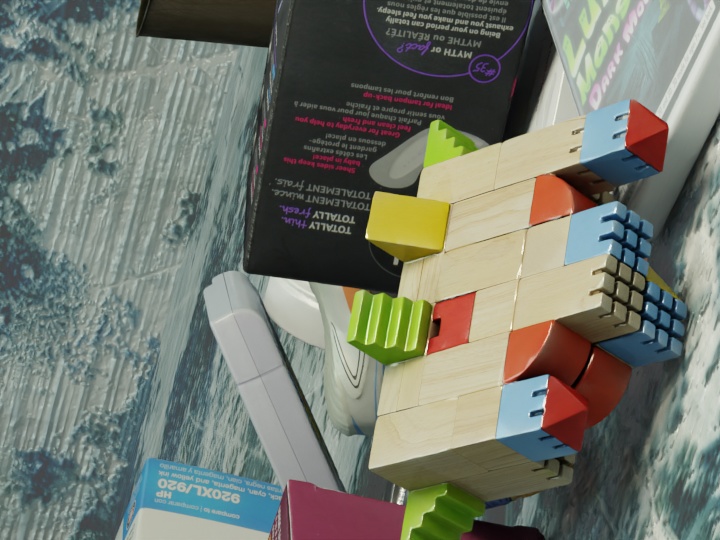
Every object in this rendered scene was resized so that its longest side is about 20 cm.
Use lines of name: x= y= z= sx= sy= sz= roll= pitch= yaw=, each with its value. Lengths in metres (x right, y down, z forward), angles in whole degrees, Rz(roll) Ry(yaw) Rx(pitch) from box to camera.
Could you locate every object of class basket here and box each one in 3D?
basket: x=-0.064 y=-0.251 z=2.187 sx=0.136 sy=0.200 sz=0.181 roll=143 pitch=139 yaw=-75

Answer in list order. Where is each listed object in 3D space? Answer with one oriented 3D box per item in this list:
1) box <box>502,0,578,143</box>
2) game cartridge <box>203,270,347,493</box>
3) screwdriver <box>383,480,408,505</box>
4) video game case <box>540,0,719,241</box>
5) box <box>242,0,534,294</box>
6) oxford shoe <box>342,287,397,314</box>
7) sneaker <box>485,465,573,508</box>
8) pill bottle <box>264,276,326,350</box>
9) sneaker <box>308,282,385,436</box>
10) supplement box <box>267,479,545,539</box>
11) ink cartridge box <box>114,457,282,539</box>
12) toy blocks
box: x=0.094 y=-0.067 z=1.423 sx=0.200 sy=0.041 sz=0.156 roll=140 pitch=144 yaw=-77
game cartridge: x=-0.044 y=0.104 z=1.717 sx=0.133 sy=0.040 sz=0.200 roll=-102 pitch=-12 yaw=-76
screwdriver: x=0.042 y=0.079 z=1.596 sx=0.029 sy=0.028 sz=0.200 roll=-6 pitch=63 yaw=49
video game case: x=0.136 y=-0.146 z=1.213 sx=0.182 sy=0.023 sz=0.200 roll=-103 pitch=25 yaw=-43
box: x=0.013 y=-0.099 z=1.397 sx=0.106 sy=0.122 sz=0.200 roll=-91 pitch=11 yaw=-58
oxford shoe: x=0.016 y=-0.039 z=1.528 sx=0.073 sy=0.200 sz=0.071 roll=7 pitch=43 yaw=43
sneaker: x=0.051 y=0.049 z=1.307 sx=0.200 sy=0.075 sz=0.088 roll=-110 pitch=5 yaw=-73
pill bottle: x=0.011 y=-0.056 z=1.689 sx=0.114 sy=0.114 sz=0.200 roll=-96 pitch=22 yaw=-66
sneaker: x=0.000 y=0.000 z=1.619 sx=0.072 sy=0.072 sz=0.200 roll=-135 pitch=33 yaw=-72
supplement box: x=0.001 y=0.215 z=1.281 sx=0.103 sy=0.131 sz=0.200 roll=-94 pitch=19 yaw=-59
ink cartridge box: x=-0.102 y=0.258 z=1.815 sx=0.147 sy=0.144 sz=0.200 roll=115 pitch=166 yaw=-47
toy blocks: x=0.080 y=0.015 z=1.170 sx=0.137 sy=0.100 sz=0.200 roll=-17 pitch=53 yaw=43
